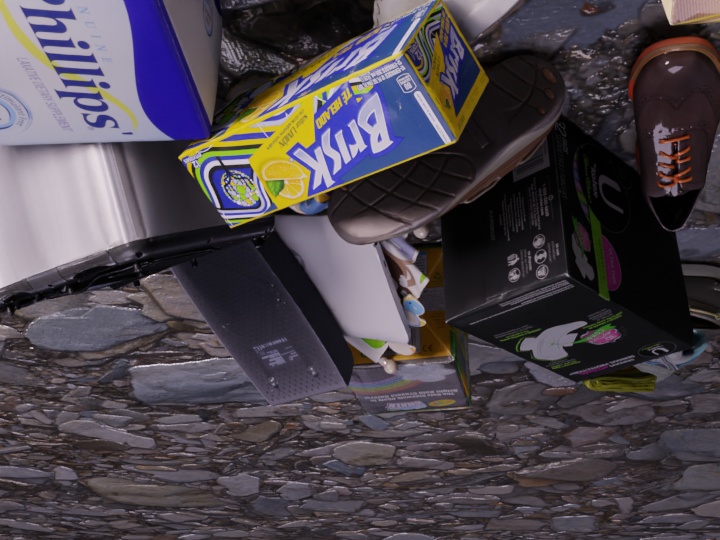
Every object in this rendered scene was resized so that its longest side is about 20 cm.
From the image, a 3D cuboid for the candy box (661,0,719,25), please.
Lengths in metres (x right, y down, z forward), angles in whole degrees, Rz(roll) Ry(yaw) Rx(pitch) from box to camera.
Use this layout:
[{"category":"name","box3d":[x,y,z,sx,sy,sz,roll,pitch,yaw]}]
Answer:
[{"category":"candy box","box3d":[0.264,-0.201,0.554,0.195,0.056,0.117,-3,130,6]}]

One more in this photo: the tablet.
[{"category":"tablet","box3d":[-0.052,0.006,0.952,0.197,0.014,0.132,4,126,37]}]

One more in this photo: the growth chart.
[{"category":"growth chart","box3d":[0.000,0.000,0.929,0.143,0.018,0.202,30,139,16]}]

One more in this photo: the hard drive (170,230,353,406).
[{"category":"hard drive","box3d":[-0.095,0.029,0.964,0.134,0.042,0.202,-20,109,47]}]

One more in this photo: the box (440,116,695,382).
[{"category":"box","box3d":[0.174,-0.012,0.885,0.123,0.151,0.198,-22,146,38]}]

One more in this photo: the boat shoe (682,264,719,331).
[{"category":"boat shoe","box3d":[0.280,0.032,1.077,0.197,0.062,0.072,0,157,2]}]

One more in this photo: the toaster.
[{"category":"toaster","box3d":[-0.195,-0.047,0.798,0.178,0.121,0.199,-17,179,32]}]

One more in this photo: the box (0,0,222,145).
[{"category":"box","box3d":[-0.197,-0.167,0.621,0.195,0.107,0.185,-2,155,5]}]

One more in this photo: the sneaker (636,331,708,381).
[{"category":"sneaker","box3d":[0.311,0.069,1.155,0.198,0.079,0.086,10,149,-42]}]

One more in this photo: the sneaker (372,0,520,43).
[{"category":"sneaker","box3d":[0.031,-0.171,0.671,0.084,0.074,0.200,32,144,-15]}]

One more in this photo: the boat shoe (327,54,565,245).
[{"category":"boat shoe","box3d":[0.068,-0.077,0.776,0.198,0.077,0.072,-30,161,2]}]

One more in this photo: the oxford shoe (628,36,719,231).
[{"category":"oxford shoe","box3d":[0.242,-0.100,0.789,0.070,0.074,0.200,-6,154,15]}]

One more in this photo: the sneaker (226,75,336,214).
[{"category":"sneaker","box3d":[-0.016,-0.079,0.817,0.196,0.092,0.075,11,153,-21]}]

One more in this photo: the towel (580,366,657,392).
[{"category":"towel","box3d":[0.204,0.069,1.050,0.085,0.018,0.200,6,-162,-29]}]

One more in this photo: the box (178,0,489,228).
[{"category":"box","box3d":[-0.021,-0.095,0.662,0.198,0.071,0.065,-18,120,40]}]

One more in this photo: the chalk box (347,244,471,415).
[{"category":"chalk box","box3d":[0.051,0.074,1.102,0.122,0.126,0.201,-5,155,9]}]
